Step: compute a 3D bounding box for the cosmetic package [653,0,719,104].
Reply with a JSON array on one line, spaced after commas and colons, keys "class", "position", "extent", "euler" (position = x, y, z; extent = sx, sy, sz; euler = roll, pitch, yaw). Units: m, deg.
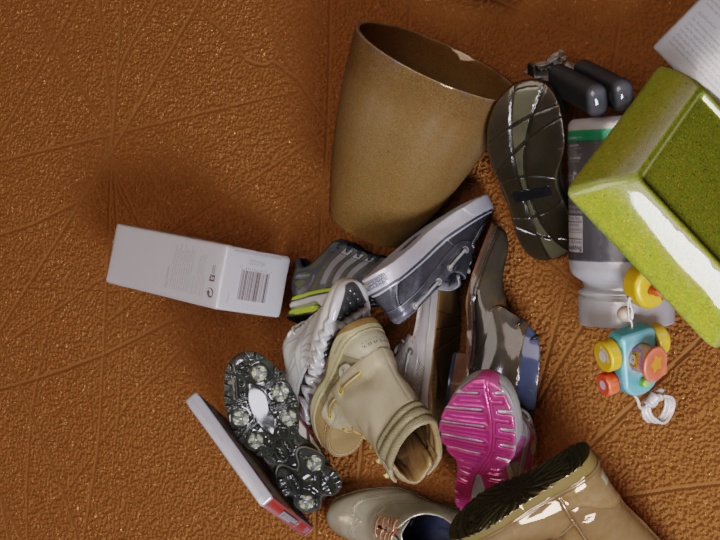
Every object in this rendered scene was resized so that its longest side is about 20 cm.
[{"class": "cosmetic package", "position": [0.392, -0.247, 1.243], "extent": [0.200, 0.071, 0.102], "euler": [-45, 68, 18]}]

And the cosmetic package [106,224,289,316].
[{"class": "cosmetic package", "position": [-0.188, -0.001, 1.489], "extent": [0.199, 0.101, 0.072], "euler": [10, 90, 41]}]

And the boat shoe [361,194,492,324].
[{"class": "boat shoe", "position": [0.083, -0.012, 1.342], "extent": [0.072, 0.200, 0.068], "euler": [-28, 98, 46]}]

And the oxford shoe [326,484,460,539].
[{"class": "oxford shoe", "position": [0.042, 0.269, 1.389], "extent": [0.198, 0.074, 0.072], "euler": [-1, 85, 28]}]

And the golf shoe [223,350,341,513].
[{"class": "golf shoe", "position": [-0.095, 0.172, 1.418], "extent": [0.077, 0.088, 0.201], "euler": [-29, 110, -6]}]

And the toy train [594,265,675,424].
[{"class": "toy train", "position": [0.304, 0.047, 1.212], "extent": [0.201, 0.149, 0.056], "euler": [-63, 28, -1]}]

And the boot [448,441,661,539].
[{"class": "boot", "position": [0.206, 0.284, 1.249], "extent": [0.174, 0.066, 0.201], "euler": [-30, 106, 20]}]

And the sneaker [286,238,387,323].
[{"class": "sneaker", "position": [0.000, 0.000, 1.437], "extent": [0.198, 0.074, 0.082], "euler": [-15, 75, 25]}]

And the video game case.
[{"class": "video game case", "position": [-0.118, 0.215, 1.414], "extent": [0.017, 0.200, 0.143], "euler": [-38, 68, -4]}]

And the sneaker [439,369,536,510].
[{"class": "sneaker", "position": [0.132, 0.163, 1.301], "extent": [0.081, 0.088, 0.201], "euler": [15, 137, 20]}]

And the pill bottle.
[{"class": "pill bottle", "position": [0.260, -0.048, 1.270], "extent": [0.112, 0.113, 0.202], "euler": [0, 94, 28]}]

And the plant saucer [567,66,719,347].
[{"class": "plant saucer", "position": [0.310, -0.069, 1.173], "extent": [0.200, 0.200, 0.048], "euler": [45, 148, -7]}]

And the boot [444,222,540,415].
[{"class": "boot", "position": [0.154, 0.056, 1.363], "extent": [0.096, 0.075, 0.202], "euler": [12, 87, 7]}]

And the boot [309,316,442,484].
[{"class": "boot", "position": [0.017, 0.168, 1.356], "extent": [0.156, 0.072, 0.201], "euler": [55, 145, 34]}]

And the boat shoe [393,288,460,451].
[{"class": "boat shoe", "position": [0.062, 0.099, 1.394], "extent": [0.069, 0.071, 0.202], "euler": [7, 91, 28]}]

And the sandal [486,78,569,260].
[{"class": "sandal", "position": [0.180, -0.105, 1.321], "extent": [0.081, 0.055, 0.201], "euler": [-9, 122, 18]}]

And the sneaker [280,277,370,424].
[{"class": "sneaker", "position": [-0.047, 0.079, 1.413], "extent": [0.081, 0.075, 0.201], "euler": [44, 136, 26]}]

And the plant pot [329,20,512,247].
[{"class": "plant pot", "position": [0.046, -0.133, 1.378], "extent": [0.186, 0.186, 0.201], "euler": [34, 115, 26]}]

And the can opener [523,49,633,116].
[{"class": "can opener", "position": [0.216, -0.179, 1.291], "extent": [0.052, 0.200, 0.067], "euler": [-13, 107, -9]}]
